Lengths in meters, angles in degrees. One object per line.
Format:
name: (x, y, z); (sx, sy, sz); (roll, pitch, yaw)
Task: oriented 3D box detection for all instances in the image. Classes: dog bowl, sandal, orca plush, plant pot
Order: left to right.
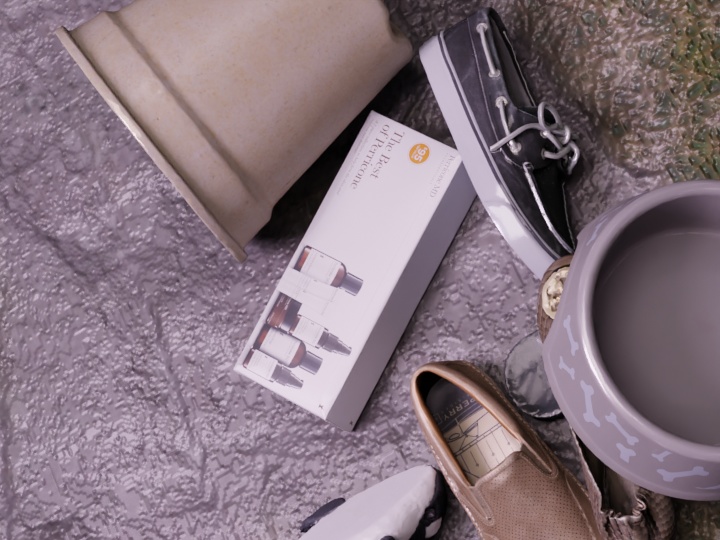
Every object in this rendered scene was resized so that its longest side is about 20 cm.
plant pot: (-0.072, -0.140, 1.558); (0.183, 0.201, 0.201); (-39, 65, -1)
orca plush: (-0.015, 0.210, 1.482); (0.200, 0.071, 0.105); (-41, 21, -32)
sandal: (0.180, 0.032, 1.477); (0.200, 0.048, 0.076); (-34, 66, 10)
dog bowl: (0.212, 0.036, 1.409); (0.199, 0.059, 0.201); (2, 73, -6)

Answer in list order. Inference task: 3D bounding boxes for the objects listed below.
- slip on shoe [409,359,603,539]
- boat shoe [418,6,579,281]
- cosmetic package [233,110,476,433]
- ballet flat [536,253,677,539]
slip on shoe: (0.097, 0.137, 1.474); (0.076, 0.061, 0.201); (-36, 65, 9)
boat shoe: (0.108, -0.083, 1.524); (0.068, 0.074, 0.200); (-32, 62, 19)
cosmetic package: (0.000, 0.000, 1.558); (0.082, 0.051, 0.201); (26, 86, 25)
ballet flat: (0.151, 0.085, 1.439); (0.067, 0.046, 0.201); (-18, 77, 25)
